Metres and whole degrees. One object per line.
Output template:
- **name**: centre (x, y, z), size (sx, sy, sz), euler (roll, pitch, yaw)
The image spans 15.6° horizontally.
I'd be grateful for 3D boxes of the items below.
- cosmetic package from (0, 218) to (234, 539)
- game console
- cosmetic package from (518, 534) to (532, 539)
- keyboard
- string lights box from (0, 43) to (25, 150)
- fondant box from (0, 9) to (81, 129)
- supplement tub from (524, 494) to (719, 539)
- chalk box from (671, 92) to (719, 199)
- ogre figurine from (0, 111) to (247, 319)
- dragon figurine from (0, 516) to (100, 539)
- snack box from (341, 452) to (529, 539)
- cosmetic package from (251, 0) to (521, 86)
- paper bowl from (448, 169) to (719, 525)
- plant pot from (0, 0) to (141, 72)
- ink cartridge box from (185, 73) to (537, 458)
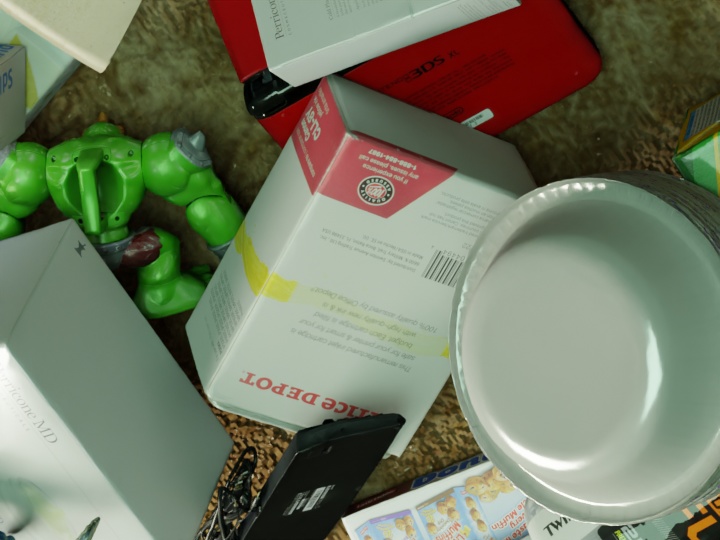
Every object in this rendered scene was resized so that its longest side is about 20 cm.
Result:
- **cosmetic package**: centre (-0.222, 0.098, 1.649), size (0.199, 0.123, 0.200), euler (-16, 124, 30)
- **game console**: centre (0.022, -0.163, 1.633), size (0.199, 0.119, 0.172), euler (-28, 131, 18)
- **cosmetic package**: centre (0.106, 0.278, 1.656), size (0.101, 0.201, 0.071), euler (-26, 143, 16)
- **keyboard**: centre (-0.047, 0.131, 1.658), size (0.040, 0.103, 0.200), euler (67, 153, 23)
- **string lights box**: centre (-0.314, -0.110, 1.608), size (0.198, 0.103, 0.059), euler (6, 107, 10)
- **fondant box**: centre (-0.265, -0.143, 1.673), size (0.144, 0.058, 0.200), euler (42, 110, -3)
- **supplement tub**: centre (0.208, 0.126, 1.606), size (0.200, 0.123, 0.123), euler (-41, 96, 16)
- **chalk box**: centre (0.291, -0.029, 1.566), size (0.123, 0.124, 0.201), euler (-31, 98, 17)
- **ogre figurine**: centre (-0.158, -0.031, 1.666), size (0.199, 0.098, 0.121), euler (6, 120, 21)
- **dragon figurine**: centre (-0.260, 0.157, 1.581), size (0.199, 0.059, 0.100), euler (-6, 137, 36)
- **snack box**: centre (0.091, 0.154, 1.711), size (0.199, 0.024, 0.072), euler (-23, 103, 16)
- **cosmetic package**: centre (-0.003, -0.229, 1.560), size (0.150, 0.052, 0.201), euler (-17, 76, 14)
- **paper bowl**: centre (0.139, 0.045, 1.503), size (0.200, 0.104, 0.202), euler (4, 97, 36)
- **plant pot**: centre (-0.190, -0.268, 1.514), size (0.176, 0.200, 0.201), euler (22, 114, -19)
- **ink cartridge box**: centre (0.000, 0.000, 1.619), size (0.144, 0.084, 0.201), euler (19, 115, -25)
